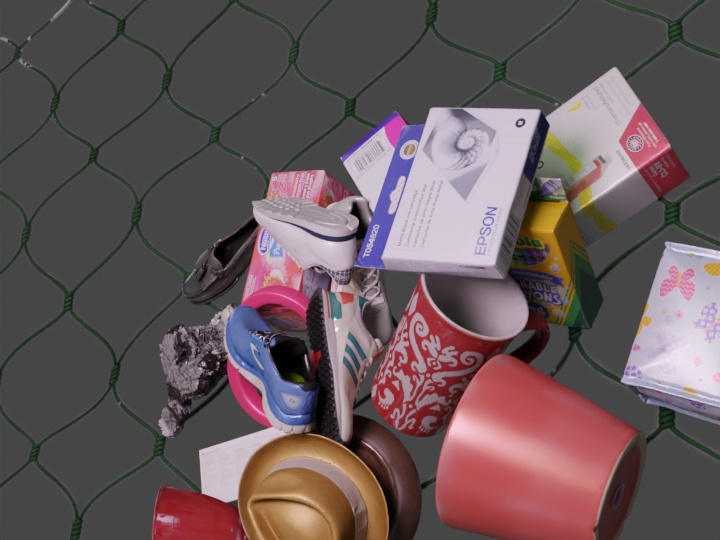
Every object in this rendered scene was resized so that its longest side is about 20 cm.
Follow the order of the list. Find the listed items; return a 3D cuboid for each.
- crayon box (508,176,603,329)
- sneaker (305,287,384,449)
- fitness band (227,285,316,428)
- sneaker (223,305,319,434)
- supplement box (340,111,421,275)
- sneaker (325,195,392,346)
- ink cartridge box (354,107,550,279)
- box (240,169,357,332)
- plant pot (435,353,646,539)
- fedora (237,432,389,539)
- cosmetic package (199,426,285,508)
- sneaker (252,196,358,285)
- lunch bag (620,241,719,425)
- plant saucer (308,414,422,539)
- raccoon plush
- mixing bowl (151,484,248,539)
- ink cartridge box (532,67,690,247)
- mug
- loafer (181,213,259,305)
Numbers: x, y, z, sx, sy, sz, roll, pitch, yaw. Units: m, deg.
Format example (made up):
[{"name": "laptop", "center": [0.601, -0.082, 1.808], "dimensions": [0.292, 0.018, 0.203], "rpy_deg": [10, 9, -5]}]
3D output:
[{"name": "crayon box", "center": [0.194, -0.021, 1.430], "dimensions": [0.125, 0.201, 0.052], "rpy_deg": [8, 51, 35]}, {"name": "sneaker", "center": [-0.010, 0.117, 1.507], "dimensions": [0.070, 0.092, 0.202], "rpy_deg": [132, 136, -56]}, {"name": "fitness band", "center": [-0.106, 0.114, 1.609], "dimensions": [0.143, 0.037, 0.202], "rpy_deg": [27, 122, 23]}, {"name": "sneaker", "center": [-0.100, 0.102, 1.502], "dimensions": [0.200, 0.078, 0.090], "rpy_deg": [50, 130, 39]}, {"name": "supplement box", "center": [0.073, -0.091, 1.606], "dimensions": [0.101, 0.103, 0.201], "rpy_deg": [-38, 52, 11]}, {"name": "sneaker", "center": [0.000, 0.000, 1.584], "dimensions": [0.092, 0.075, 0.202], "rpy_deg": [-36, 70, 65]}, {"name": "ink cartridge box", "center": [0.095, -0.091, 1.386], "dimensions": [0.198, 0.041, 0.202], "rpy_deg": [3, 64, 34]}, {"name": "box", "center": [-0.080, -0.025, 1.677], "dimensions": [0.094, 0.100, 0.202], "rpy_deg": [0, 70, 33]}, {"name": "plant pot", "center": [0.203, 0.214, 1.341], "dimensions": [0.176, 0.200, 0.202], "rpy_deg": [18, 79, 27]}, {"name": "fedora", "center": [-0.068, 0.290, 1.443], "dimensions": [0.198, 0.082, 0.204], "rpy_deg": [2, 96, 22]}, {"name": "cosmetic package", "center": [-0.115, 0.252, 1.604], "dimensions": [0.198, 0.051, 0.084], "rpy_deg": [-20, 63, 24]}, {"name": "sneaker", "center": [-0.076, -0.043, 1.578], "dimensions": [0.199, 0.076, 0.082], "rpy_deg": [27, 126, 50]}, {"name": "lunch bag", "center": [0.400, 0.076, 1.305], "dimensions": [0.198, 0.127, 0.171], "rpy_deg": [16, 80, 30]}, {"name": "plant saucer", "center": [-0.024, 0.276, 1.503], "dimensions": [0.198, 0.034, 0.203], "rpy_deg": [-2, 83, 19]}, {"name": "raccoon plush", "center": [-0.211, 0.130, 1.727], "dimensions": [0.097, 0.133, 0.201], "rpy_deg": [51, 132, 23]}, {"name": "mixing bowl", "center": [-0.188, 0.365, 1.534], "dimensions": [0.107, 0.201, 0.202], "rpy_deg": [-4, 64, 2]}, {"name": "ink cartridge box", "center": [0.273, -0.123, 1.501], "dimensions": [0.199, 0.083, 0.146], "rpy_deg": [-36, 54, 15]}, {"name": "mug", "center": [0.114, 0.103, 1.444], "dimensions": [0.201, 0.176, 0.134], "rpy_deg": [-62, 1, 40]}, {"name": "loafer", "center": [-0.187, -0.028, 1.771], "dimensions": [0.199, 0.063, 0.072], "rpy_deg": [-37, 54, 14]}]
